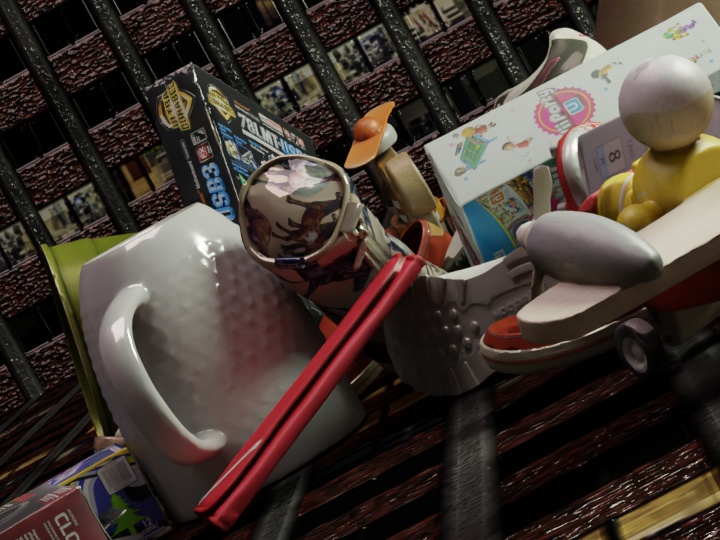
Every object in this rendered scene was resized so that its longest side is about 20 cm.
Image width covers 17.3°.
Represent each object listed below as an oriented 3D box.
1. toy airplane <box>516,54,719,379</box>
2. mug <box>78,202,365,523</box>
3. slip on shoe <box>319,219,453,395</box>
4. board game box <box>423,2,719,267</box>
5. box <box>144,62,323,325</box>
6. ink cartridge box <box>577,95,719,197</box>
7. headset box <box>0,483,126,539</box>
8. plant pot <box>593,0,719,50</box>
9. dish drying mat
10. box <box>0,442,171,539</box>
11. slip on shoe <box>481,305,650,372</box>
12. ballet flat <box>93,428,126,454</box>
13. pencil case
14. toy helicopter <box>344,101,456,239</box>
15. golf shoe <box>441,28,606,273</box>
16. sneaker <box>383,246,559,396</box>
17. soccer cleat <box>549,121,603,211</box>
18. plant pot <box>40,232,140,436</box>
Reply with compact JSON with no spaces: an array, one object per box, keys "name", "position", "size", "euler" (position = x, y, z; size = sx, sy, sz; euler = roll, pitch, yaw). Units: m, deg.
[{"name":"toy airplane","position":[0.169,-0.036,1.092],"size":[0.199,0.141,0.200],"euler":[-27,4,18]},{"name":"mug","position":[-0.108,0.058,1.517],"size":[0.148,0.176,0.200],"euler":[-27,5,20]},{"name":"slip on shoe","position":[-0.006,0.041,1.656],"size":[0.200,0.061,0.074],"euler":[-43,21,-7]},{"name":"board game box","position":[0.155,-0.064,1.525],"size":[0.200,0.064,0.148],"euler":[-28,-38,-2]},{"name":"box","position":[-0.067,-0.033,1.738],"size":[0.050,0.199,0.200],"euler":[-28,-23,16]},{"name":"ink cartridge box","position":[0.243,-0.079,1.285],"size":[0.160,0.047,0.200],"euler":[7,-24,-41]},{"name":"headset box","position":[-0.221,0.191,1.349],"size":[0.200,0.075,0.149],"euler":[-30,4,-15]},{"name":"plant pot","position":[0.245,-0.184,1.680],"size":[0.200,0.175,0.200],"euler":[-4,-7,0]},{"name":"dish drying mat","position":[-0.032,0.071,1.427],"size":[0.200,0.018,0.077],"euler":[-53,7,-9]},{"name":"box","position":[-0.224,0.186,1.513],"size":[0.200,0.064,0.070],"euler":[-29,4,-11]},{"name":"slip on shoe","position":[0.146,-0.001,1.263],"size":[0.200,0.061,0.074],"euler":[-28,6,29]},{"name":"ballet flat","position":[-0.115,0.102,1.778],"size":[0.200,0.067,0.068],"euler":[-31,5,-30]},{"name":"pencil case","position":[0.000,0.000,1.533],"size":[0.078,0.089,0.200],"euler":[-58,-35,-7]},{"name":"toy helicopter","position":[0.033,-0.065,1.745],"size":[0.079,0.132,0.200],"euler":[-28,-3,-1]},{"name":"golf shoe","position":[0.116,-0.070,1.611],"size":[0.077,0.088,0.200],"euler":[13,-57,-43]},{"name":"sneaker","position":[0.094,0.024,1.430],"size":[0.080,0.077,0.200],"euler":[-16,-1,-42]},{"name":"soccer cleat","position":[0.182,-0.053,1.415],"size":[0.085,0.069,0.200],"euler":[-12,-15,30]},{"name":"plant pot","position":[-0.134,0.046,1.887],"size":[0.193,0.201,0.200],"euler":[-18,3,-9]}]
